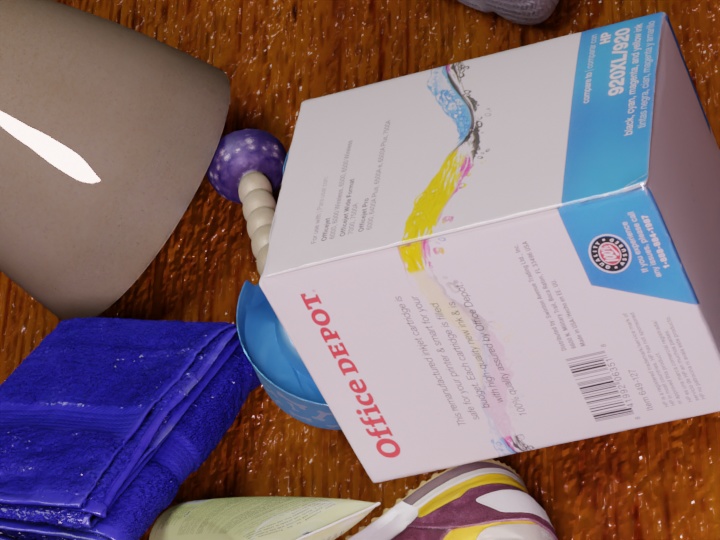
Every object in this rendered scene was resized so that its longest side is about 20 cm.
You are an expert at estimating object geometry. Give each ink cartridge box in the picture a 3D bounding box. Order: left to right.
[{"bbox_3d":[0.074,-0.010,1.405,0.200,0.147,0.145,-13,37,20],"label":"ink cartridge box"}]

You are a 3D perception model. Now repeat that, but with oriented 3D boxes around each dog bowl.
[{"bbox_3d":[0.000,0.000,1.566,0.111,0.050,0.200,13,58,7],"label":"dog bowl"}]

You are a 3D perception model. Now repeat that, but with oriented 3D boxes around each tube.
[{"bbox_3d":[-0.059,0.141,1.468,0.058,0.052,0.200,-66,16,-17],"label":"tube"}]

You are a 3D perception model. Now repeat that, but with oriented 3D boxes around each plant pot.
[{"bbox_3d":[-0.214,-0.097,1.749,0.187,0.200,0.187,-45,24,27],"label":"plant pot"}]

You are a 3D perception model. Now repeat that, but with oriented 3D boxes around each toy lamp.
[{"bbox_3d":[-0.051,-0.008,1.659,0.058,0.058,0.200,-37,38,15],"label":"toy lamp"}]

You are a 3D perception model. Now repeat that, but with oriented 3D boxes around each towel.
[{"bbox_3d":[-0.155,0.087,1.590,0.147,0.050,0.200,6,32,24],"label":"towel"}]

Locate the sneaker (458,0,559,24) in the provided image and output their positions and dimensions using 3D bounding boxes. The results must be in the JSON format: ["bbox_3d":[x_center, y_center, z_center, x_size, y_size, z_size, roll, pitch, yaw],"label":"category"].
[{"bbox_3d":[0.075,-0.224,1.722,0.115,0.075,0.200,-52,41,-8],"label":"sneaker"}]

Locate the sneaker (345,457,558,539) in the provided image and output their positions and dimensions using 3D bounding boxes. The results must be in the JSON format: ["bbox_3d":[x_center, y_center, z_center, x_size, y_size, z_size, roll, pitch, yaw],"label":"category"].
[{"bbox_3d":[0.011,0.179,1.402,0.200,0.075,0.090,-43,30,8],"label":"sneaker"}]
